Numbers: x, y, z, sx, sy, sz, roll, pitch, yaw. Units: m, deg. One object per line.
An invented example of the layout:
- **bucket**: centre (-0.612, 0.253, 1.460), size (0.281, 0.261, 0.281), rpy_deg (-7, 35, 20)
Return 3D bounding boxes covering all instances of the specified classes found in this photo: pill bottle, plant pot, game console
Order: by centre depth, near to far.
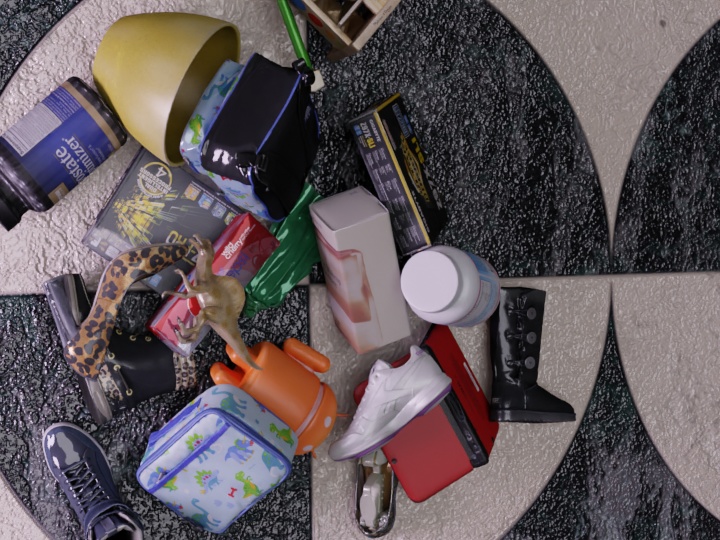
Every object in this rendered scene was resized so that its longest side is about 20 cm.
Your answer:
- **pill bottle**: centre (-0.410, -0.148, 1.598), size (0.200, 0.112, 0.112), rpy_deg (-44, 105, -11)
- **plant pot**: centre (-0.265, -0.258, 1.616), size (0.141, 0.200, 0.202), rpy_deg (26, 84, 10)
- **pill bottle**: centre (0.124, 0.023, 1.730), size (0.107, 0.200, 0.110), rpy_deg (-2, 84, 20)
- **game console**: centre (0.100, 0.203, 1.803), size (0.118, 0.173, 0.202), rpy_deg (-23, 103, 24)

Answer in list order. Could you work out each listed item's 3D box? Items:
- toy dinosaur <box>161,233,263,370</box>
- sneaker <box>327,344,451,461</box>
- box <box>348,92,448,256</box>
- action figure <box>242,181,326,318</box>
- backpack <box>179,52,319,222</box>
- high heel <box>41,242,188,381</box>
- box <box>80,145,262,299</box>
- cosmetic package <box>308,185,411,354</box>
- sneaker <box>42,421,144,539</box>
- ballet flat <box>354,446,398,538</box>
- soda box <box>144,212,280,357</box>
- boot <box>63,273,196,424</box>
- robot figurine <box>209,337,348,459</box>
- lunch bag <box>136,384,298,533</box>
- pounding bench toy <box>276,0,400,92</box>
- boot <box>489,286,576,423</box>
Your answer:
- **toy dinosaur**: centre (-0.190, 0.056, 1.579), size (0.100, 0.058, 0.202), rpy_deg (-25, 99, -20)
- **sneaker**: centre (0.028, 0.185, 1.711), size (0.199, 0.075, 0.100), rpy_deg (-38, 82, 0)
- **box**: centre (0.057, -0.138, 1.730), size (0.049, 0.160, 0.202), rpy_deg (-20, 100, 16)
- **action figure**: centre (-0.108, -0.019, 1.735), size (0.118, 0.055, 0.201), rpy_deg (37, 78, -18)
- **backpack**: centre (-0.139, -0.175, 1.635), size (0.145, 0.200, 0.185), rpy_deg (21, 75, 17)
- **high heel**: centre (-0.299, 0.051, 1.599), size (0.198, 0.071, 0.144), rpy_deg (-21, 83, -14)
- **box**: centre (-0.257, -0.051, 1.686), size (0.199, 0.049, 0.162), rpy_deg (35, 83, -19)
- **cosmetic package**: centre (0.000, 0.000, 1.713), size (0.086, 0.103, 0.202), rpy_deg (-20, 119, -14)
- **sneaker**: centre (-0.352, 0.298, 1.625), size (0.076, 0.146, 0.204), rpy_deg (-31, 100, -12)
- **ballet flat**: centre (0.023, 0.292, 1.781), size (0.071, 0.072, 0.203), rpy_deg (1, 94, -18)
- **soda box**: centre (-0.197, 0.018, 1.644), size (0.063, 0.070, 0.201), rpy_deg (42, 76, -15)
- **boot**: centre (-0.316, 0.089, 1.668), size (0.152, 0.073, 0.206), rpy_deg (-16, 94, -24)
- **robot figurine**: centre (-0.113, 0.177, 1.711), size (0.199, 0.116, 0.145), rpy_deg (38, 50, -17)
- **lunch bag**: centre (-0.197, 0.254, 1.660), size (0.161, 0.083, 0.200), rpy_deg (41, 120, -17)
- **pounding bench toy**: centre (-0.061, -0.366, 1.694), size (0.156, 0.124, 0.201), rpy_deg (41, 81, -16)
- **boot**: centre (0.263, 0.128, 1.866), size (0.163, 0.065, 0.203), rpy_deg (8, 77, -38)
